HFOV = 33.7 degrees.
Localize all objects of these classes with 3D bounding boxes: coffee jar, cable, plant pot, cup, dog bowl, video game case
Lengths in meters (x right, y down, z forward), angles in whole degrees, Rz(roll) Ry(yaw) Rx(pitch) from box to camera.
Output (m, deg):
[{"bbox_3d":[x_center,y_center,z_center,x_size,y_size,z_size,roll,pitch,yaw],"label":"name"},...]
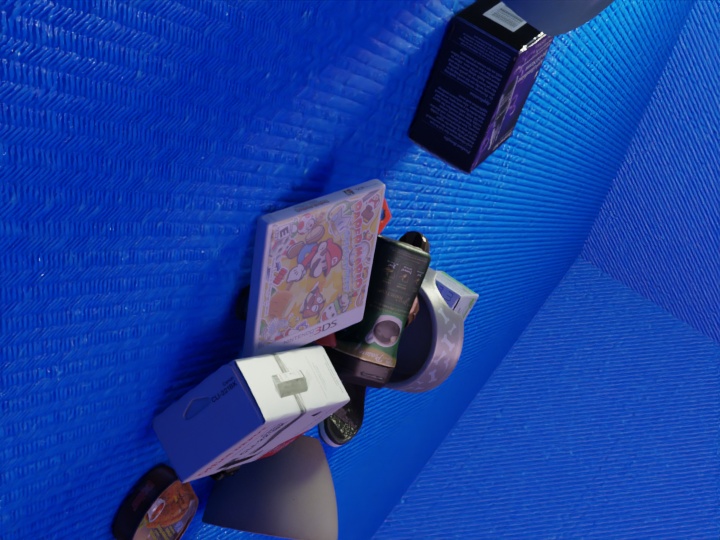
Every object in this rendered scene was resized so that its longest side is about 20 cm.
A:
[{"bbox_3d":[0.016,0.055,1.599,0.104,0.085,0.202,19,90,-41],"label":"coffee jar"},{"bbox_3d":[-0.095,0.043,1.467,0.098,0.050,0.200,-61,166,-7],"label":"cable"},{"bbox_3d":[0.234,-0.379,1.413,0.161,0.200,0.200,-51,169,22],"label":"plant pot"},{"bbox_3d":[-0.119,0.307,1.715,0.200,0.198,0.145,55,44,-74],"label":"cup"},{"bbox_3d":[0.059,0.089,1.806,0.058,0.200,0.202,-1,125,-53],"label":"dog bowl"},{"bbox_3d":[-0.055,0.003,1.403,0.181,0.023,0.202,-21,134,-38],"label":"video game case"}]

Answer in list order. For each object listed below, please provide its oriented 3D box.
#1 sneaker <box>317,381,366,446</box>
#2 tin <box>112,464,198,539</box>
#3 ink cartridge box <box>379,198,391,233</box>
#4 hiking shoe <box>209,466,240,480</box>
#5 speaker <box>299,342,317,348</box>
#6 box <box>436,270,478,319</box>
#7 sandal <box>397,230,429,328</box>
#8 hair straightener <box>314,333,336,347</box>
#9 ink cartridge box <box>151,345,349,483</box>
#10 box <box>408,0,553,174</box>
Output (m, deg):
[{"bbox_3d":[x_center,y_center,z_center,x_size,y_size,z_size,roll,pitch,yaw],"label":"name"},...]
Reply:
[{"bbox_3d":[-0.062,0.201,1.751,0.120,0.084,0.201,-31,-159,26],"label":"sneaker"},{"bbox_3d":[-0.260,0.314,1.509,0.113,0.042,0.201,-56,166,-22],"label":"tin"},{"bbox_3d":[0.000,0.000,1.690,0.201,0.050,0.109,-56,165,-8],"label":"ink cartridge box"},{"bbox_3d":[-0.171,0.225,1.578,0.101,0.076,0.200,-52,158,12],"label":"hiking shoe"},{"bbox_3d":[-0.092,0.142,1.616,0.089,0.088,0.200,-62,165,18],"label":"speaker"},{"bbox_3d":[0.122,0.109,2.229,0.201,0.096,0.176,-60,165,9],"label":"box"},{"bbox_3d":[0.055,0.040,1.689,0.054,0.082,0.202,13,104,-40],"label":"sandal"},{"bbox_3d":[-0.052,0.007,1.490,0.201,0.040,0.077,72,34,-46],"label":"hair straightener"},{"bbox_3d":[-0.127,0.166,1.404,0.144,0.084,0.199,-37,164,24],"label":"ink cartridge box"},{"bbox_3d":[0.166,-0.256,1.604,0.148,0.104,0.201,-42,159,-47],"label":"box"}]
